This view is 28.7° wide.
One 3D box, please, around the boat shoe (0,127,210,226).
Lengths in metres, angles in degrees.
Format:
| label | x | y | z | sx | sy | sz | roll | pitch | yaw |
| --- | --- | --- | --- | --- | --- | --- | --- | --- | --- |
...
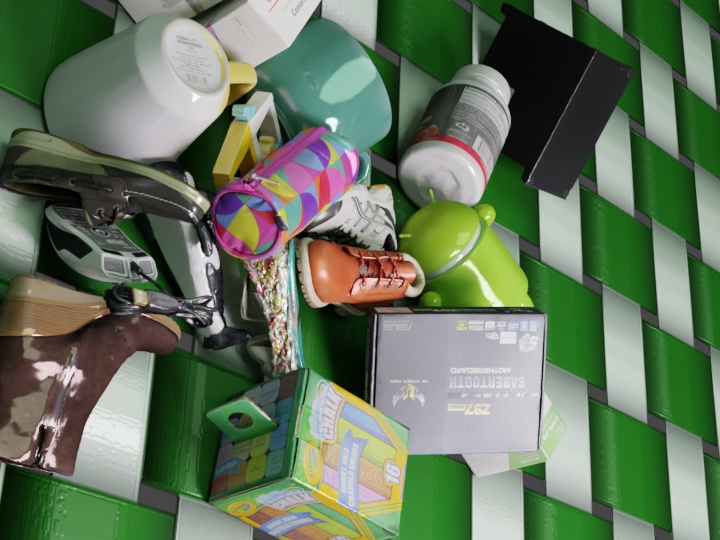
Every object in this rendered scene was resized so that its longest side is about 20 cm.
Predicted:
| label | x | y | z | sx | sy | sz | roll | pitch | yaw |
| --- | --- | --- | --- | --- | --- | --- | --- | --- | --- |
| boat shoe | -0.241 | -0.072 | 1.309 | 0.200 | 0.072 | 0.066 | 19 | 75 | 5 |

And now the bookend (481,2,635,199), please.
| label | x | y | z | sx | sy | sz | roll | pitch | yaw |
| --- | --- | --- | --- | --- | --- | --- | --- | --- | --- |
| bookend | 0.240 | -0.235 | 1.935 | 0.092 | 0.199 | 0.201 | 16 | 106 | -43 |

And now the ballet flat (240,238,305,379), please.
| label | x | y | z | sx | sy | sz | roll | pitch | yaw |
| --- | --- | --- | --- | --- | --- | --- | --- | --- | --- |
| ballet flat | -0.091 | 0.055 | 1.463 | 0.076 | 0.063 | 0.201 | -93 | 177 | -72 |

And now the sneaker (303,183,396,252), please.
| label | x | y | z | sx | sy | sz | roll | pitch | yaw |
| --- | --- | --- | --- | --- | --- | --- | --- | --- | --- |
| sneaker | -0.009 | -0.049 | 1.587 | 0.200 | 0.075 | 0.088 | -9 | 85 | -61 |

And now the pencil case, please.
| label | x | y | z | sx | sy | sz | roll | pitch | yaw |
| --- | --- | --- | --- | --- | --- | --- | --- | --- | --- |
| pencil case | -0.073 | -0.082 | 1.413 | 0.089 | 0.088 | 0.200 | 60 | 32 | -9 |

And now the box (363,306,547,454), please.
| label | x | y | z | sx | sy | sz | roll | pitch | yaw |
| --- | --- | --- | --- | --- | --- | --- | --- | --- | --- |
| box | 0.103 | 0.121 | 1.551 | 0.199 | 0.051 | 0.159 | 1 | 99 | -11 |

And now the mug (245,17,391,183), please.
| label | x | y | z | sx | sy | sz | roll | pitch | yaw |
| --- | --- | --- | --- | --- | --- | --- | --- | --- | --- |
| mug | -0.048 | -0.171 | 1.553 | 0.114 | 0.152 | 0.186 | -34 | 96 | -22 |

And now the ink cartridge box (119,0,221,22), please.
| label | x | y | z | sx | sy | sz | roll | pitch | yaw |
| --- | --- | --- | --- | --- | --- | --- | --- | --- | --- |
| ink cartridge box | -0.153 | -0.346 | 1.483 | 0.083 | 0.199 | 0.147 | 51 | 43 | -24 |

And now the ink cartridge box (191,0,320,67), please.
| label | x | y | z | sx | sy | sz | roll | pitch | yaw |
| --- | --- | --- | --- | --- | --- | --- | --- | --- | --- |
| ink cartridge box | -0.114 | -0.268 | 1.488 | 0.068 | 0.199 | 0.117 | 47 | 44 | -22 |

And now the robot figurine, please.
| label | x | y | z | sx | sy | sz | roll | pitch | yaw |
| --- | --- | --- | --- | --- | --- | --- | --- | --- | --- |
| robot figurine | 0.123 | 0.000 | 1.694 | 0.200 | 0.115 | 0.176 | 49 | 56 | -24 |

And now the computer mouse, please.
| label | x | y | z | sx | sy | sz | roll | pitch | yaw |
| --- | --- | --- | --- | --- | --- | --- | --- | --- | --- |
| computer mouse | -0.228 | -0.002 | 1.298 | 0.109 | 0.200 | 0.044 | 5 | 114 | -46 |

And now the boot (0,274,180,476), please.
| label | x | y | z | sx | sy | sz | roll | pitch | yaw |
| --- | --- | --- | --- | --- | --- | --- | --- | --- | --- |
| boot | -0.256 | 0.104 | 1.284 | 0.199 | 0.072 | 0.167 | 19 | 72 | -44 |

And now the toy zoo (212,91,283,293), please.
| label | x | y | z | sx | sy | sz | roll | pitch | yaw |
| --- | --- | --- | --- | --- | --- | --- | --- | --- | --- |
| toy zoo | -0.110 | -0.092 | 1.471 | 0.201 | 0.020 | 0.132 | 79 | 25 | -44 |

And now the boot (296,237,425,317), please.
| label | x | y | z | sx | sy | sz | roll | pitch | yaw |
| --- | --- | --- | --- | --- | --- | --- | --- | --- | --- |
| boot | 0.000 | 0.000 | 1.517 | 0.200 | 0.107 | 0.076 | 21 | 60 | -66 |

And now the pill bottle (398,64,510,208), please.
| label | x | y | z | sx | sy | sz | roll | pitch | yaw |
| --- | --- | --- | --- | --- | --- | --- | --- | --- | --- |
| pill bottle | 0.127 | -0.172 | 1.784 | 0.111 | 0.110 | 0.200 | 48 | 44 | -22 |

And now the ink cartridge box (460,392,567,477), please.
| label | x | y | z | sx | sy | sz | roll | pitch | yaw |
| --- | --- | --- | --- | --- | --- | --- | --- | --- | --- |
| ink cartridge box | 0.140 | 0.137 | 1.651 | 0.201 | 0.117 | 0.067 | 57 | 43 | -13 |

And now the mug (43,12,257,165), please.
| label | x | y | z | sx | sy | sz | roll | pitch | yaw |
| --- | --- | --- | --- | --- | --- | --- | --- | --- | --- |
| mug | -0.200 | -0.186 | 1.388 | 0.150 | 0.153 | 0.187 | 48 | 42 | -17 |

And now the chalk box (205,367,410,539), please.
| label | x | y | z | sx | sy | sz | roll | pitch | yaw |
| --- | --- | --- | --- | --- | --- | --- | --- | --- | --- |
| chalk box | -0.064 | 0.186 | 1.399 | 0.200 | 0.124 | 0.124 | 33 | 51 | -33 |

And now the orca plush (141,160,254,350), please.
| label | x | y | z | sx | sy | sz | roll | pitch | yaw |
| --- | --- | --- | --- | --- | --- | --- | --- | --- | --- |
| orca plush | -0.150 | -0.023 | 1.403 | 0.071 | 0.105 | 0.201 | -32 | 99 | -35 |
